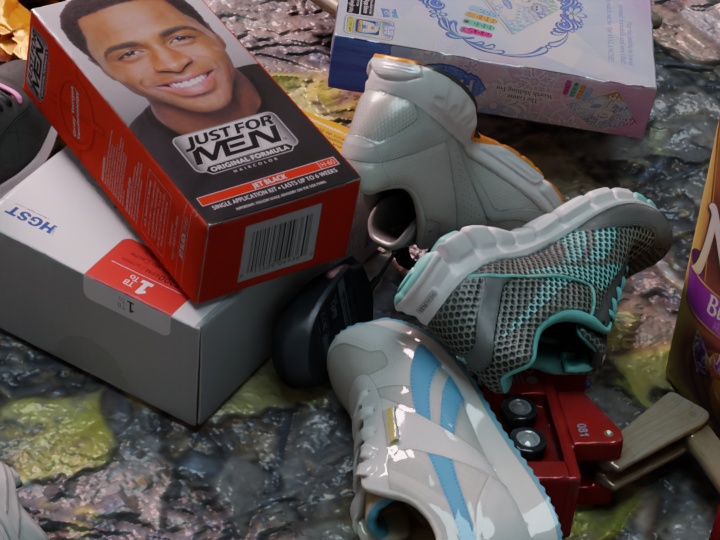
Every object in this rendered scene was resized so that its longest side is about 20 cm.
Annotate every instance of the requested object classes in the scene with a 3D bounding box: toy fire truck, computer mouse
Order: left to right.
[{"bbox_3d":[0.000,0.000,1.423,0.034,0.059,0.200,10,37,28],"label":"computer mouse"},{"bbox_3d":[0.142,0.095,1.333,0.141,0.049,0.200,0,39,-10],"label":"toy fire truck"}]

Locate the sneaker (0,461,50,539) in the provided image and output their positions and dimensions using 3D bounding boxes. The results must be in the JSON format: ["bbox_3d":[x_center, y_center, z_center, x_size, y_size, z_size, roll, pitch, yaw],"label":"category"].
[{"bbox_3d":[-0.183,0.163,1.193,0.099,0.078,0.200,25,46,-42],"label":"sneaker"}]

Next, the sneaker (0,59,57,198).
[{"bbox_3d":[-0.226,-0.092,1.395,0.071,0.099,0.200,21,39,15],"label":"sneaker"}]

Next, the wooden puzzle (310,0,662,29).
[{"bbox_3d":[0.071,-0.172,1.643,0.200,0.046,0.185,-24,49,-37],"label":"wooden puzzle"}]

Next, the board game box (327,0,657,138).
[{"bbox_3d":[0.085,-0.169,1.568,0.199,0.043,0.200,9,37,-2],"label":"board game box"}]

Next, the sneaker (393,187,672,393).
[{"bbox_3d":[0.109,0.017,1.340,0.200,0.078,0.091,-18,62,-42],"label":"sneaker"}]

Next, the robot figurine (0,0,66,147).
[{"bbox_3d":[-0.194,-0.145,1.562,0.145,0.058,0.200,-24,50,-31],"label":"robot figurine"}]

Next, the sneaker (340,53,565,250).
[{"bbox_3d":[0.044,-0.041,1.408,0.076,0.200,0.092,20,76,40],"label":"sneaker"}]

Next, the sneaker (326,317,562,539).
[{"bbox_3d":[0.027,0.098,1.295,0.081,0.077,0.200,-16,44,-23],"label":"sneaker"}]

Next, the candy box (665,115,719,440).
[{"bbox_3d":[0.226,0.015,1.321,0.056,0.200,0.117,-11,43,-21],"label":"candy box"}]

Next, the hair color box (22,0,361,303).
[{"bbox_3d":[-0.097,-0.077,1.367,0.101,0.061,0.200,-19,49,-30],"label":"hair color box"}]

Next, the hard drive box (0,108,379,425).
[{"bbox_3d":[-0.099,-0.021,1.416,0.156,0.077,0.200,24,44,20],"label":"hard drive box"}]
